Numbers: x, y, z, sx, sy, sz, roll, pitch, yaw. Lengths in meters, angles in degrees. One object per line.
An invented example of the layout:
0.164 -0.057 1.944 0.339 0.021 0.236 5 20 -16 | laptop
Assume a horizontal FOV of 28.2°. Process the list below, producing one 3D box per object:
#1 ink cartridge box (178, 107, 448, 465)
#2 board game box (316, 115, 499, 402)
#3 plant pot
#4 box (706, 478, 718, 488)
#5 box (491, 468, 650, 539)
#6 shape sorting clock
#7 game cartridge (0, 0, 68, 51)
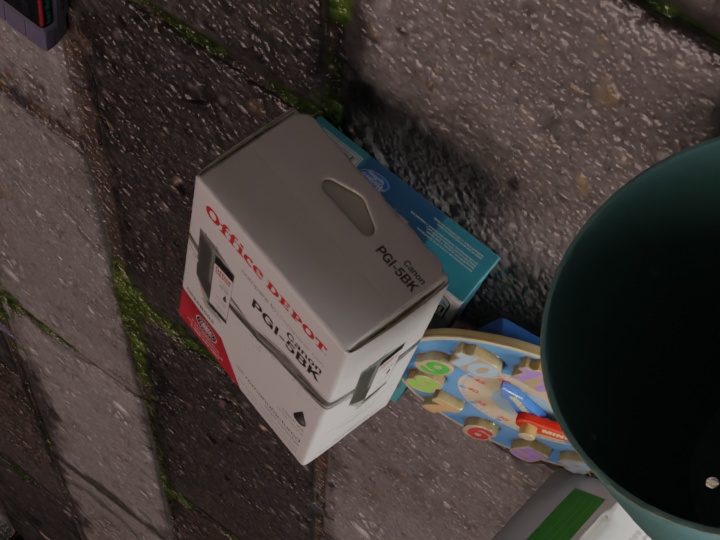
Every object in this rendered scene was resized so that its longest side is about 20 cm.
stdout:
-0.038 0.017 0.905 0.147 0.083 0.200 49 156 14 | ink cartridge box
0.000 0.000 1.003 0.151 0.047 0.200 39 154 7 | board game box
0.200 0.061 0.660 0.200 0.201 0.161 22 159 35 | plant pot
0.282 0.144 0.834 0.200 0.049 0.161 8 142 50 | box
0.165 0.277 0.995 0.200 0.199 0.171 44 173 -2 | box
0.114 0.092 0.946 0.199 0.039 0.200 18 155 9 | shape sorting clock
-0.261 -0.247 0.999 0.130 0.038 0.200 41 155 11 | game cartridge
